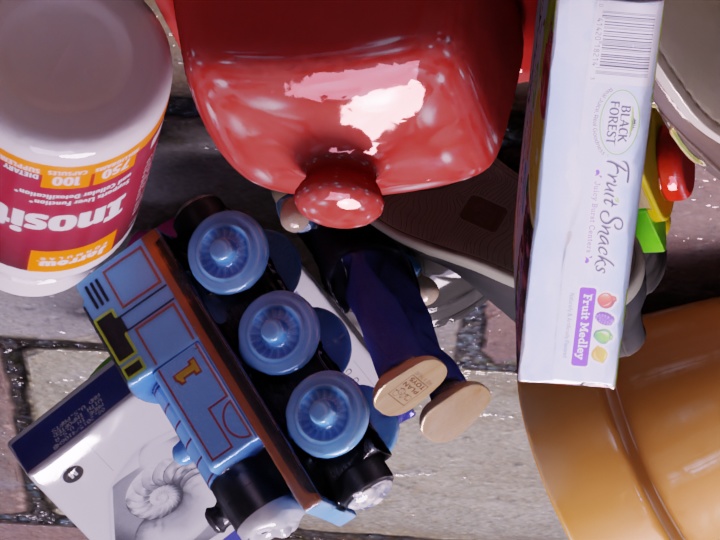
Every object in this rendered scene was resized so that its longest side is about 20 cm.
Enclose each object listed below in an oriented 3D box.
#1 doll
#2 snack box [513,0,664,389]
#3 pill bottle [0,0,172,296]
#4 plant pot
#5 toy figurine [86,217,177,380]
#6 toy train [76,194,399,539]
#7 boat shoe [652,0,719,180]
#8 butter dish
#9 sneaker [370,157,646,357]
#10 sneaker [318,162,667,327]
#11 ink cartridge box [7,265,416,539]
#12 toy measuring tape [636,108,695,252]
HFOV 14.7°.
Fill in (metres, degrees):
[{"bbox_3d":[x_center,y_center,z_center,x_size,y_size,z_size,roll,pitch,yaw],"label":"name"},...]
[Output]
[{"bbox_3d":[0.000,0.000,1.510,0.048,0.200,0.136,-43,135,15],"label":"doll"},{"bbox_3d":[0.104,-0.067,1.301,0.053,0.142,0.201,5,118,1],"label":"snack box"},{"bbox_3d":[-0.165,-0.065,1.464,0.113,0.113,0.200,7,154,-8],"label":"pill bottle"},{"bbox_3d":[0.222,0.095,1.689,0.183,0.201,0.200,-27,145,19],"label":"plant pot"},{"bbox_3d":[-0.085,0.045,1.680,0.199,0.151,0.184,-5,144,-2],"label":"toy figurine"},{"bbox_3d":[-0.063,0.057,1.505,0.114,0.200,0.087,-35,162,9],"label":"toy train"},{"bbox_3d":[0.180,-0.091,1.427,0.059,0.072,0.200,-2,151,46],"label":"boat shoe"},{"bbox_3d":[-0.006,-0.091,1.357,0.199,0.148,0.200,-3,153,12],"label":"butter dish"},{"bbox_3d":[0.065,-0.014,1.515,0.200,0.075,0.106,32,164,21],"label":"sneaker"},{"bbox_3d":[0.072,-0.022,1.592,0.199,0.076,0.091,-8,142,8],"label":"sneaker"},{"bbox_3d":[-0.076,0.102,1.637,0.199,0.041,0.200,-39,136,0],"label":"ink cartridge box"},{"bbox_3d":[0.133,-0.076,1.464,0.073,0.074,0.200,-6,150,17],"label":"toy measuring tape"}]
